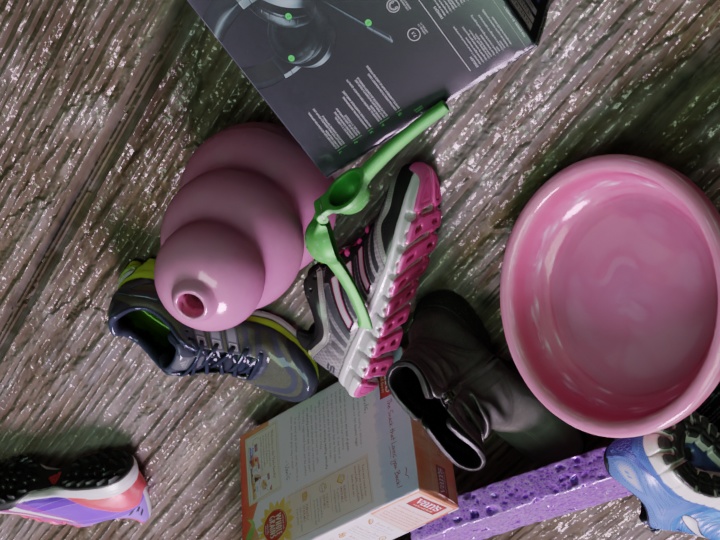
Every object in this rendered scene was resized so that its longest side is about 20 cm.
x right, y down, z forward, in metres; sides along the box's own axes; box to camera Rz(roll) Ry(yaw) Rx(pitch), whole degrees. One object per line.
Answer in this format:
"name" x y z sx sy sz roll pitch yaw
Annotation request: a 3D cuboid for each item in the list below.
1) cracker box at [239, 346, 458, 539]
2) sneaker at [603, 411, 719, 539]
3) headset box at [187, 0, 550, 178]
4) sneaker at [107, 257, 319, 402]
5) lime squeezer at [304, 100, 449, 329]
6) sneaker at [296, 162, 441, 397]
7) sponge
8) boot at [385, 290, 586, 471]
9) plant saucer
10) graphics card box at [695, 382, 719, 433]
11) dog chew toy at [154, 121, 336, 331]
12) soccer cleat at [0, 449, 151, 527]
"cracker box" -0.015 0.171 1.000 0.199 0.135 0.058 -32 136 30
"sneaker" 0.266 0.169 0.901 0.199 0.079 0.089 34 148 -24
"headset box" -0.001 -0.187 0.807 0.199 0.093 0.174 -30 109 29
"sneaker" -0.130 0.067 1.006 0.199 0.081 0.074 24 124 1
"lime squeezer" 0.000 -0.036 0.825 0.070 0.038 0.201 18 125 -2
"sneaker" 0.000 0.000 0.931 0.087 0.074 0.201 27 116 19
"sponge" 0.150 0.192 0.992 0.199 0.030 0.111 -24 156 27
"boot" 0.098 0.120 0.942 0.200 0.131 0.068 44 122 -13
"plant saucer" 0.191 0.018 0.851 0.200 0.051 0.203 1 91 48
"graphics card box" 0.291 0.072 0.906 0.199 0.051 0.126 31 124 -3
"dog chew toy" -0.090 -0.027 0.865 0.123 0.200 0.125 7 123 11
"soccer cleat" -0.302 0.227 1.164 0.198 0.068 0.074 -9 122 18
